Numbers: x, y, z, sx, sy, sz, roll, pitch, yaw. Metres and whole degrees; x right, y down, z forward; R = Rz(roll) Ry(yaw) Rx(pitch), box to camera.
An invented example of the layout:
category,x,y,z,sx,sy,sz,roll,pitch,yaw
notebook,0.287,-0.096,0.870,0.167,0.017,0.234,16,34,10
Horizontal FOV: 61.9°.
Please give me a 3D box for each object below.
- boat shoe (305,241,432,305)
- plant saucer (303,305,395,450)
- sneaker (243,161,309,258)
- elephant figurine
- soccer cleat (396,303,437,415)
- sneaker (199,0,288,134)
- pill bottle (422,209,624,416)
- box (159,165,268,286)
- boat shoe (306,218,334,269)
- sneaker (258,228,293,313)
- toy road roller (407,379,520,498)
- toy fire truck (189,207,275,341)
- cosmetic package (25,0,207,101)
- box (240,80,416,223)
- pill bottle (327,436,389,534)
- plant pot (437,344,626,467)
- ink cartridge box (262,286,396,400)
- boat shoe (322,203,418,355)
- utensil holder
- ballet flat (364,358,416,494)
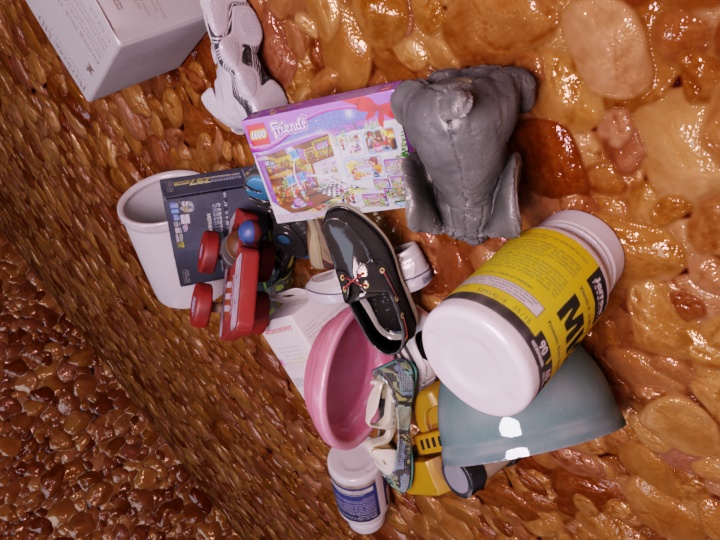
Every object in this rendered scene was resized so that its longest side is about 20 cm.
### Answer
category,x,y,z,sx,sy,sz,roll,pitch,yaw
boat shoe,0.000,0.000,0.818,0.198,0.072,0.066,-6,115,38
plant saucer,-0.016,0.141,0.829,0.050,0.201,0.202,8,128,29
sneaker,-0.100,-0.094,0.888,0.072,0.083,0.201,5,145,19
elephant figurine,0.104,-0.083,0.573,0.141,0.154,0.202,25,130,50
soccer cleat,0.089,0.138,0.865,0.085,0.068,0.202,18,129,46
sneaker,-0.177,-0.272,0.805,0.114,0.075,0.201,5,127,45
pill bottle,0.159,0.030,0.560,0.114,0.200,0.115,31,141,29
box,-0.232,-0.069,0.983,0.201,0.156,0.051,99,152,-47
boat shoe,-0.037,-0.081,0.829,0.071,0.072,0.202,10,129,14
sneaker,-0.150,0.002,1.032,0.075,0.076,0.201,42,127,18
toy road roller,0.127,0.229,0.860,0.200,0.122,0.147,-37,76,56
toy fire truck,-0.174,0.003,0.873,0.168,0.111,0.202,150,127,-62
cosmetic package,-0.325,-0.365,0.820,0.199,0.166,0.168,-13,111,55
box,-0.030,-0.135,0.716,0.198,0.039,0.138,-4,120,24
pill bottle,0.001,0.431,1.193,0.110,0.111,0.202,23,136,36
plant pot,0.170,0.124,0.665,0.200,0.198,0.136,-34,67,56
ink cartridge box,-0.058,0.106,0.957,0.128,0.125,0.201,-16,108,54
boat shoe,0.010,0.013,0.742,0.073,0.063,0.203,-15,114,32
utensil holder,-0.334,-0.054,1.111,0.169,0.170,0.201,27,140,33
ballet flat,0.036,0.221,0.836,0.074,0.074,0.202,10,104,45
